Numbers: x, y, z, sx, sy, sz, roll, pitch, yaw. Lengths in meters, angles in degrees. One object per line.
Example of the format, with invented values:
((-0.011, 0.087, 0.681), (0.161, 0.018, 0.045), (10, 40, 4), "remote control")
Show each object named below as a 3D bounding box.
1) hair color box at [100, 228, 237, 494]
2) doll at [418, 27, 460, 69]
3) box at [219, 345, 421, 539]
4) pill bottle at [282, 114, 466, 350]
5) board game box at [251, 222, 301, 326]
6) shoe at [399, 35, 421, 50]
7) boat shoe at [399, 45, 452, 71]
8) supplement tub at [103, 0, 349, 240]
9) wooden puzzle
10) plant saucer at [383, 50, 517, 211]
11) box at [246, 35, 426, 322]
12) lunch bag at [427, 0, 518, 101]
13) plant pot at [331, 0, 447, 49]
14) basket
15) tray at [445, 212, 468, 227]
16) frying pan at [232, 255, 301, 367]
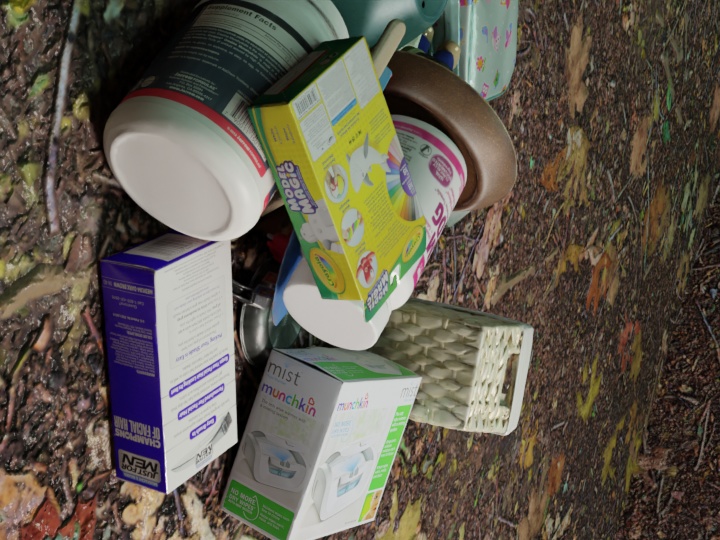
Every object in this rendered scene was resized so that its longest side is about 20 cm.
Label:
((-0.162, 0.074, 0.968), (0.109, 0.064, 0.203), (-31, 124, -57), "hair color box")
((0.059, -0.195, 1.258), (0.049, 0.136, 0.201), (-50, -171, 48), "doll")
((-0.038, 0.177, 1.190), (0.199, 0.096, 0.179), (9, 102, -63), "box")
((0.013, -0.035, 1.036), (0.201, 0.112, 0.114), (-62, 148, -28), "pill bottle")
((-0.057, -0.048, 1.093), (0.200, 0.039, 0.160), (-55, 164, -56), "board game box")
((0.053, -0.294, 1.231), (0.070, 0.053, 0.203), (158, -49, -71), "shoe")
((0.084, -0.140, 1.160), (0.073, 0.064, 0.201), (-50, 139, -17), "boat shoe")
((-0.104, -0.138, 0.916), (0.201, 0.139, 0.141), (-60, 148, -33), "supplement tub")
((-0.040, -0.121, 1.029), (0.037, 0.199, 0.186), (36, 59, -16), "wooden puzzle")
((0.060, -0.127, 1.108), (0.035, 0.199, 0.201), (-51, 143, -27), "plant saucer")
((-0.009, -0.069, 0.896), (0.117, 0.048, 0.202), (-48, 126, -42), "box")
((0.135, -0.310, 1.395), (0.160, 0.076, 0.203), (-32, 127, -54), "lunch bag")
((0.012, -0.294, 1.096), (0.200, 0.133, 0.203), (-32, 127, -56), "plant pot")
((0.083, 0.107, 1.317), (0.123, 0.198, 0.138), (10, 91, -58), "basket")
((0.111, -0.106, 1.313), (0.107, 0.022, 0.200), (-38, 157, -1), "tray")
((-0.095, 0.019, 1.120), (0.116, 0.031, 0.191), (-63, 152, -32), "frying pan")
